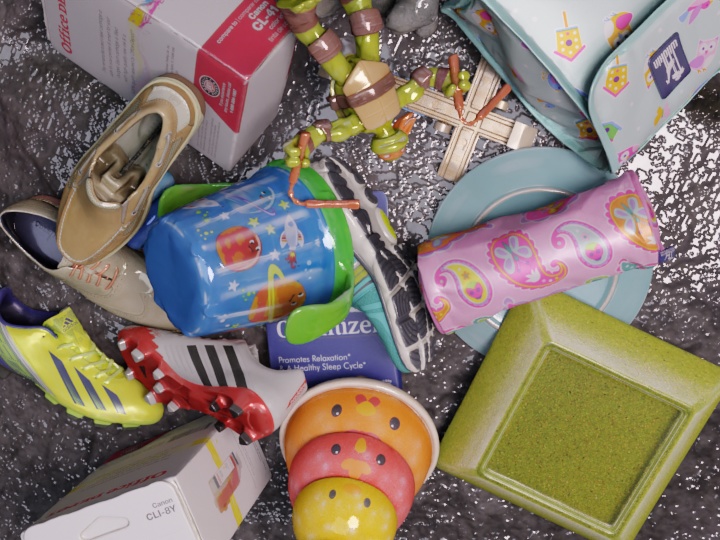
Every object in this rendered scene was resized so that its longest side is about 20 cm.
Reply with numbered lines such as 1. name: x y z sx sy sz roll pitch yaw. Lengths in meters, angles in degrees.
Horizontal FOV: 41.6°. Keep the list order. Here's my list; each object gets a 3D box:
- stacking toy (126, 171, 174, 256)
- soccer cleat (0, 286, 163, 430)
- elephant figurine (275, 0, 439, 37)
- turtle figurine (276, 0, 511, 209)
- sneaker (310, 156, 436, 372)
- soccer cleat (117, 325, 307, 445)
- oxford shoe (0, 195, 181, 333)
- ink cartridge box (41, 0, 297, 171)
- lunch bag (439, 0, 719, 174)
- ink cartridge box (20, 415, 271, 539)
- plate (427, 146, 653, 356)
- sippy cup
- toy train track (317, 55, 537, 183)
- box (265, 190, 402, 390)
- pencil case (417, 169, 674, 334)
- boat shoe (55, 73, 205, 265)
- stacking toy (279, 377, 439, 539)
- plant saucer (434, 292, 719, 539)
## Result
1. stacking toy: -0.167 -0.027 0.857 0.085 0.085 0.200 -41 94 11
2. soccer cleat: -0.273 0.083 0.893 0.200 0.065 0.084 26 98 4
3. elephant figurine: -0.034 -0.253 0.771 0.199 0.142 0.156 3 104 4
4. turtle figurine: 0.011 -0.150 0.727 0.200 0.064 0.162 -27 117 -8
5. sneaker: 0.000 0.000 0.817 0.080 0.077 0.200 -32 85 29
6. soccer cleat: -0.137 0.090 0.853 0.200 0.085 0.069 19 130 34
7. oxford shoe: -0.244 0.001 0.871 0.200 0.074 0.071 29 100 3
8. ink cartridge box: -0.160 -0.197 0.789 0.200 0.148 0.086 36 65 2
9. lunch bag: 0.194 -0.199 0.751 0.170 0.122 0.200 -45 99 -5
10. ink cartridge box: -0.177 0.203 0.826 0.145 0.200 0.084 -22 94 11
11. plate: 0.156 -0.007 0.829 0.199 0.026 0.201 2 104 6
12. sippy cup: -0.096 -0.010 0.760 0.178 0.130 0.140 -5 100 53
13. toy train track: 0.057 -0.147 0.826 0.199 0.033 0.115 21 100 4
14. box: -0.028 0.032 0.867 0.121 0.032 0.201 -4 96 9
15. pencil case: 0.146 -0.012 0.774 0.199 0.087 0.088 -18 95 10
16. boat shoe: -0.201 -0.070 0.761 0.072 0.076 0.200 33 121 -8
17. stacking toy: -0.008 0.199 0.789 0.146 0.200 0.147 3 122 4
18. plant saucer: 0.191 0.139 0.824 0.199 0.048 0.200 25 106 0
